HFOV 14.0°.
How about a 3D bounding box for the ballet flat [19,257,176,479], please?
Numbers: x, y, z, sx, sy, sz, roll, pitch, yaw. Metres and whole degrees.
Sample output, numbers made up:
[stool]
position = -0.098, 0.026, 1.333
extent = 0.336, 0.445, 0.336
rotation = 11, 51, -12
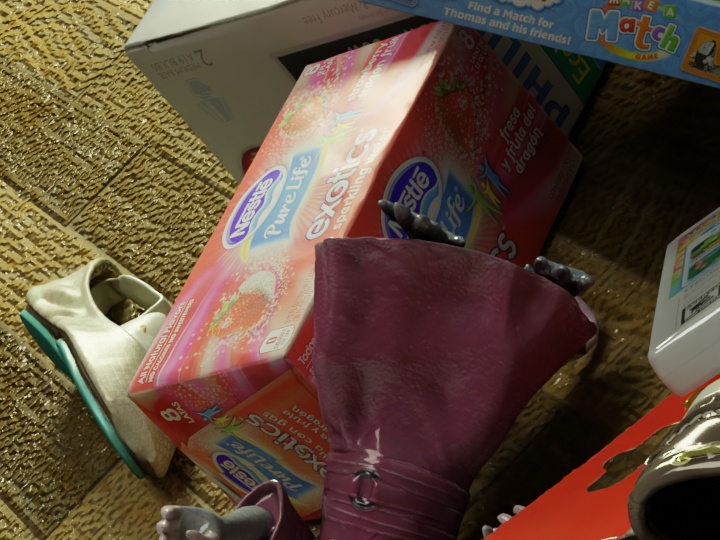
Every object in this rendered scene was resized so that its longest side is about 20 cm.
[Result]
[ballet flat]
position = -0.112, 0.036, 1.376
extent = 0.062, 0.067, 0.200
rotation = -35, 27, -6

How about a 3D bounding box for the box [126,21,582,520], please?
[box]
position = 0.000, 0.000, 1.241
extent = 0.103, 0.095, 0.200
rotation = -14, 38, 44

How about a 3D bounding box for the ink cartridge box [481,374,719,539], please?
[ink cartridge box]
position = 0.147, 0.033, 0.982
extent = 0.200, 0.047, 0.160
rotation = -14, 12, 41

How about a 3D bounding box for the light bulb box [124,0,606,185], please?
[light bulb box]
position = 0.028, -0.148, 1.388
extent = 0.198, 0.125, 0.200
rotation = -12, 39, 45

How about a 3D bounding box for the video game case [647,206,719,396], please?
[video game case]
position = 0.193, -0.038, 1.053
extent = 0.200, 0.024, 0.182
rotation = -35, 5, 14

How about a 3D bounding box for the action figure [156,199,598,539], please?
[action figure]
position = 0.007, 0.079, 1.111
extent = 0.149, 0.134, 0.200
rotation = 43, -116, -82

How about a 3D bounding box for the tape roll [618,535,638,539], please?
[tape roll]
position = 0.080, 0.177, 0.910
extent = 0.200, 0.066, 0.200
rotation = -32, 28, 19

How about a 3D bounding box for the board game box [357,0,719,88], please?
[board game box]
position = 0.087, -0.118, 1.184
extent = 0.151, 0.200, 0.037
rotation = -113, 36, -69

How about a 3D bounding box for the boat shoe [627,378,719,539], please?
[boat shoe]
position = 0.175, 0.085, 0.840
extent = 0.200, 0.072, 0.060
rotation = 18, 31, 24
